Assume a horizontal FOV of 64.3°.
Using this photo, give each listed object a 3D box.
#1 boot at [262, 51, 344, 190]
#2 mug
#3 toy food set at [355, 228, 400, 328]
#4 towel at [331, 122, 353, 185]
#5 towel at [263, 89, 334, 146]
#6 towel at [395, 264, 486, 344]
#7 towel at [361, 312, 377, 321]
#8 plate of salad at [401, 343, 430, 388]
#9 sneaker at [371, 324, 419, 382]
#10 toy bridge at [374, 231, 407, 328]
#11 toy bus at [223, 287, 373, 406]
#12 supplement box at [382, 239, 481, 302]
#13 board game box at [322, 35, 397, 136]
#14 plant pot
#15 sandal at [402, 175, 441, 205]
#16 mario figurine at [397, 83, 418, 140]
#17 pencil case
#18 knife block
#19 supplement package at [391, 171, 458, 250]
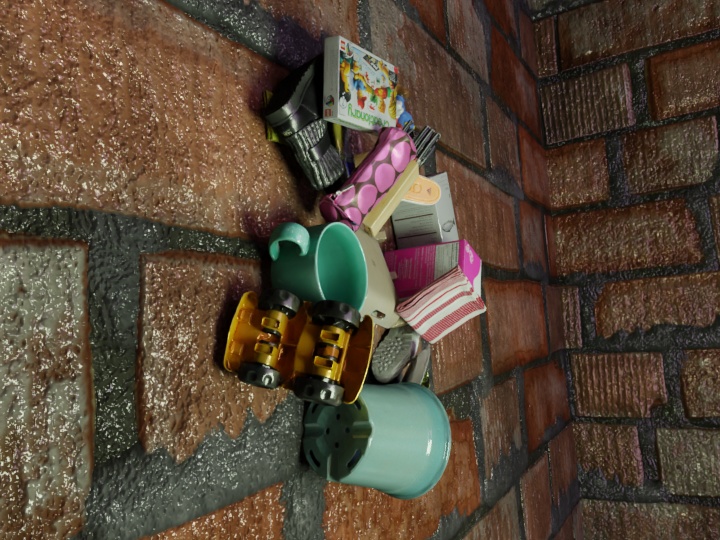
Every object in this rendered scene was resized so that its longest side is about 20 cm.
[{"bbox_3d":[-0.076,-0.253,0.973,0.158,0.078,0.213,52,44,-32],"label":"boot"},{"bbox_3d":[-0.078,-0.007,0.913,0.152,0.113,0.188,-47,123,-52],"label":"mug"},{"bbox_3d":[0.000,0.000,1.061,0.143,0.060,0.203,31,35,-57],"label":"toy food set"},{"bbox_3d":[-0.025,-0.196,1.082,0.144,0.022,0.204,-41,122,-83],"label":"towel"},{"bbox_3d":[-0.103,-0.252,1.021,0.199,0.018,0.088,2,77,-59],"label":"towel"},{"bbox_3d":[0.162,0.076,1.112,0.200,0.143,0.023,44,15,-54],"label":"towel"},{"bbox_3d":[-0.026,0.103,1.057,0.193,0.034,0.203,53,41,-41],"label":"towel"},{"bbox_3d":[0.106,0.244,1.143,0.200,0.047,0.203,24,89,-88],"label":"plate of salad"},{"bbox_3d":[0.084,0.173,1.203,0.201,0.075,0.082,-53,139,-48],"label":"sneaker"},{"bbox_3d":[0.041,0.017,1.162,0.066,0.027,0.204,-11,77,-17],"label":"toy bridge"},{"bbox_3d":[-0.084,0.124,0.854,0.192,0.196,0.138,92,11,-72],"label":"toy bus"},{"bbox_3d":[0.146,0.014,1.209,0.101,0.197,0.105,40,51,-49],"label":"supplement box"},{"bbox_3d":[0.004,-0.309,0.989,0.199,0.034,0.129,-6,98,-59],"label":"board game box"},{"bbox_3d":[0.020,0.277,0.962,0.195,0.198,0.204,24,63,-47],"label":"plant pot"},{"bbox_3d":[0.083,-0.183,1.179,0.203,0.059,0.081,6,84,-18],"label":"sandal"},{"bbox_3d":[0.113,-0.330,1.314,0.121,0.106,0.204,-9,83,-25],"label":"mario figurine"},{"bbox_3d":[0.015,-0.160,0.980,0.201,0.090,0.094,-54,144,-19],"label":"pencil case"},{"bbox_3d":[0.078,-0.181,1.102,0.064,0.172,0.204,57,25,-75],"label":"knife block"},{"bbox_3d":[0.148,-0.113,1.322,0.117,0.115,0.204,-30,110,-60],"label":"supplement package"}]
